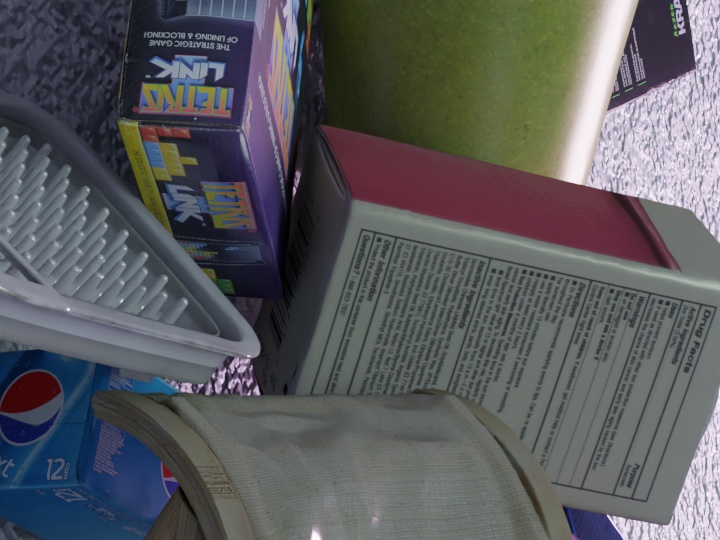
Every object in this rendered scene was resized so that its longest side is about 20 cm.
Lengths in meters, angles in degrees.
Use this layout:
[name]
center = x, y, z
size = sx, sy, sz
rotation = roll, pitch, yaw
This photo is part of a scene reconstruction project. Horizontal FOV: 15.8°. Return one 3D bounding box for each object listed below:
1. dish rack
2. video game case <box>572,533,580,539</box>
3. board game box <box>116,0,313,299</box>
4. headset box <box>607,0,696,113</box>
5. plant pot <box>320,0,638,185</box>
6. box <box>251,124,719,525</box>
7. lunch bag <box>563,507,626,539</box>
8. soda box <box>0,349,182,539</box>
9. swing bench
[dish rack]
center = -0.142, -0.019, 1.000
size = 0.044, 0.172, 0.200
rotation = -52, 150, 13
[video game case]
center = 0.082, 0.219, 1.236
size = 0.200, 0.181, 0.036
rotation = 38, 26, -34
[board game box]
center = -0.058, -0.098, 1.132
size = 0.200, 0.057, 0.166
rotation = 81, 12, -70
[headset box]
center = 0.098, -0.173, 1.460
size = 0.200, 0.093, 0.175
rotation = -25, 107, -57
[plant pot]
center = 0.056, -0.122, 1.292
size = 0.200, 0.200, 0.185
rotation = -33, 133, -57
[box]
center = 0.062, 0.025, 1.216
size = 0.109, 0.200, 0.128
rotation = -114, -141, -65
[lunch bag]
center = 0.080, 0.191, 1.329
size = 0.136, 0.132, 0.200
rotation = -100, 162, -48
[soda box]
center = -0.086, 0.099, 1.125
size = 0.200, 0.068, 0.064
rotation = 40, 52, -50
[swing bench]
center = -0.023, 0.156, 1.057
size = 0.199, 0.130, 0.200
rotation = 2, 113, -46
